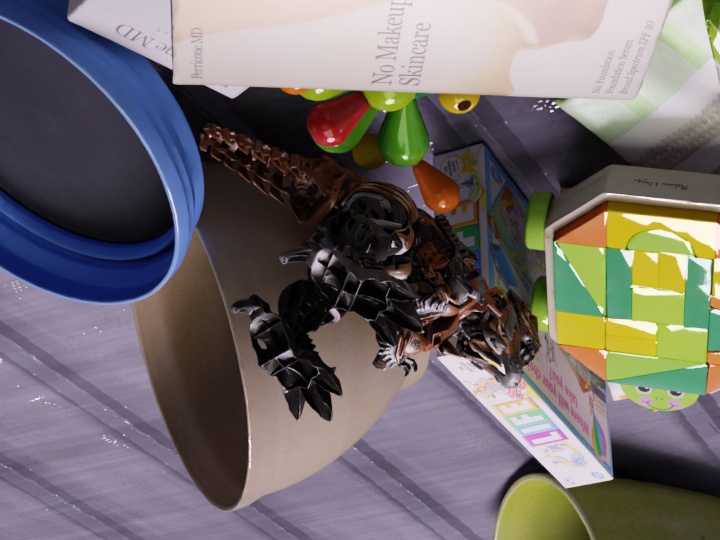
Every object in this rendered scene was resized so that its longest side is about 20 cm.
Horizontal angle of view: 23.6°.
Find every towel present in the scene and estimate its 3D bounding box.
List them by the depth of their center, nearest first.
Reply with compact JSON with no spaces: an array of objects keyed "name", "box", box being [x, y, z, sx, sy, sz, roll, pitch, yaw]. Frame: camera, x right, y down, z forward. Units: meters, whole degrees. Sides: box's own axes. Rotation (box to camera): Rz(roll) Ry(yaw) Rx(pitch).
[{"name":"towel","box":[0.221,-0.073,0.897,0.200,0.031,0.149,34,126,-20]}]

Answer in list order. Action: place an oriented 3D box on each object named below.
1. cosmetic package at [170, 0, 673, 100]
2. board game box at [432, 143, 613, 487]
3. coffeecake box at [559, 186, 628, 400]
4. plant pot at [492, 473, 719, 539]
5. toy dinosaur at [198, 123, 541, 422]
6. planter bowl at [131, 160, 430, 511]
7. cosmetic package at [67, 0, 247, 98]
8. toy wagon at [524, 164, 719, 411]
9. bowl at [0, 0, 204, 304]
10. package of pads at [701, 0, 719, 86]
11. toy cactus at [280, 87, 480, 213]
[{"name":"cosmetic package","box":[0.022,-0.127,0.697,0.199,0.071,0.105,1,151,-3]},{"name":"board game box","box":[0.100,0.032,1.045,0.034,0.135,0.200,-14,146,22]},{"name":"coffeecake box","box":[0.236,0.003,1.054,0.199,0.073,0.154,-9,147,15]},{"name":"plant pot","box":[0.237,0.247,1.396,0.199,0.188,0.187,-4,153,-23]},{"name":"toy dinosaur","box":[0.000,0.000,0.888,0.199,0.136,0.102,22,128,8]},{"name":"planter bowl","box":[-0.042,0.024,1.001,0.134,0.201,0.200,-15,155,-21]},{"name":"cosmetic package","box":[-0.037,-0.165,0.773,0.101,0.074,0.200,23,141,-33]},{"name":"toy wagon","box":[0.172,0.023,0.964,0.155,0.040,0.200,7,138,15]},{"name":"bowl","box":[-0.168,-0.068,0.886,0.200,0.039,0.201,21,141,18]},{"name":"package of pads","box":[0.201,-0.161,0.653,0.154,0.200,0.068,-10,144,15]},{"name":"toy cactus","box":[0.045,-0.107,0.822,0.165,0.102,0.200,-42,171,11]}]
